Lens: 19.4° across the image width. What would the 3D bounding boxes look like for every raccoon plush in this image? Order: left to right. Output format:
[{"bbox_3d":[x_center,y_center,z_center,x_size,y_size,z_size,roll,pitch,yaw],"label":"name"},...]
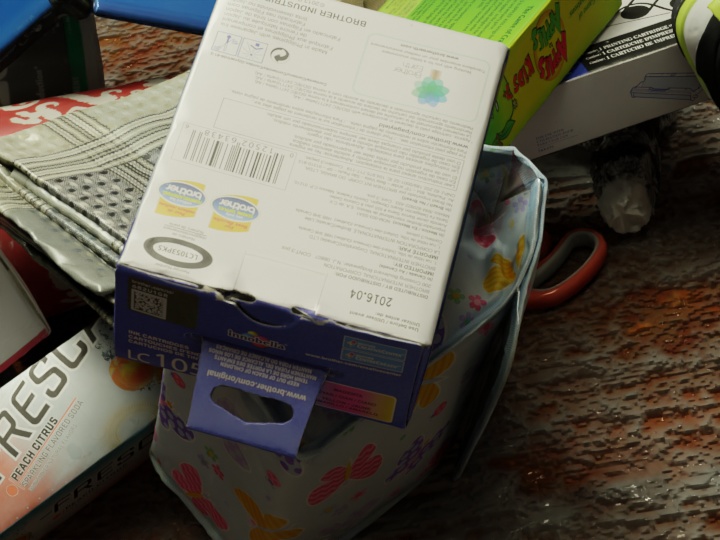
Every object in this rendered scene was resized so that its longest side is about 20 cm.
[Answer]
[{"bbox_3d":[0.115,-0.106,1.283,0.133,0.097,0.200,-6,36,22],"label":"raccoon plush"}]

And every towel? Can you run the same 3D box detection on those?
[{"bbox_3d":[-0.093,-0.044,1.105,0.200,0.035,0.192,-24,47,-38],"label":"towel"}]

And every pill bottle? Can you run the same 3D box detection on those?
[{"bbox_3d":[-0.271,-0.120,1.360,0.199,0.113,0.113,-7,34,-13],"label":"pill bottle"}]

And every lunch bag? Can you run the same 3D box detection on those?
[{"bbox_3d":[0.008,0.042,1.021,0.200,0.170,0.127,-35,71,-27],"label":"lunch bag"}]

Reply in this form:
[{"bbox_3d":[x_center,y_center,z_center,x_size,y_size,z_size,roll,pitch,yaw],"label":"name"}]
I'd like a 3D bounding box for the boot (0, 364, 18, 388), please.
[{"bbox_3d":[-0.265,0.067,1.179,0.131,0.070,0.200,-29,33,-11],"label":"boot"}]

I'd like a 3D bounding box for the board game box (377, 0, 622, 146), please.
[{"bbox_3d":[0.053,-0.115,1.127,0.101,0.048,0.200,6,39,31],"label":"board game box"}]

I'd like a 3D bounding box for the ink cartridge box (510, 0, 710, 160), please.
[{"bbox_3d":[0.126,-0.115,1.182,0.199,0.044,0.094,-19,32,-5],"label":"ink cartridge box"}]

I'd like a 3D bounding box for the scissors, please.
[{"bbox_3d":[0.063,0.030,1.171,0.073,0.014,0.200,18,44,34],"label":"scissors"}]

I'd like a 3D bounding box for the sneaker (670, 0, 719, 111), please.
[{"bbox_3d":[0.235,-0.079,1.129,0.072,0.200,0.083,-44,30,10],"label":"sneaker"}]

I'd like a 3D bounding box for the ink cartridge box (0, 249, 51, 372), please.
[{"bbox_3d":[-0.280,0.010,1.143,0.147,0.086,0.200,-39,38,-11],"label":"ink cartridge box"}]

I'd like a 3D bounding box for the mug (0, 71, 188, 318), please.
[{"bbox_3d":[-0.135,-0.066,1.266,0.199,0.134,0.178,-15,37,-10],"label":"mug"}]

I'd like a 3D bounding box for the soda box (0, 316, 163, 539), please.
[{"bbox_3d":[-0.146,0.079,1.081,0.200,0.068,0.064,-37,77,-19],"label":"soda box"}]

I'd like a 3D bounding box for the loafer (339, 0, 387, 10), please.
[{"bbox_3d":[0.036,-0.185,1.429,0.200,0.076,0.068,-31,76,-36],"label":"loafer"}]

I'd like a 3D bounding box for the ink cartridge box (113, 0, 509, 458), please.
[{"bbox_3d":[-0.025,-0.020,0.910,0.136,0.076,0.201,15,55,3],"label":"ink cartridge box"}]

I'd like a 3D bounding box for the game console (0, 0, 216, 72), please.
[{"bbox_3d":[-0.166,-0.178,1.303,0.171,0.118,0.200,-38,35,22],"label":"game console"}]
